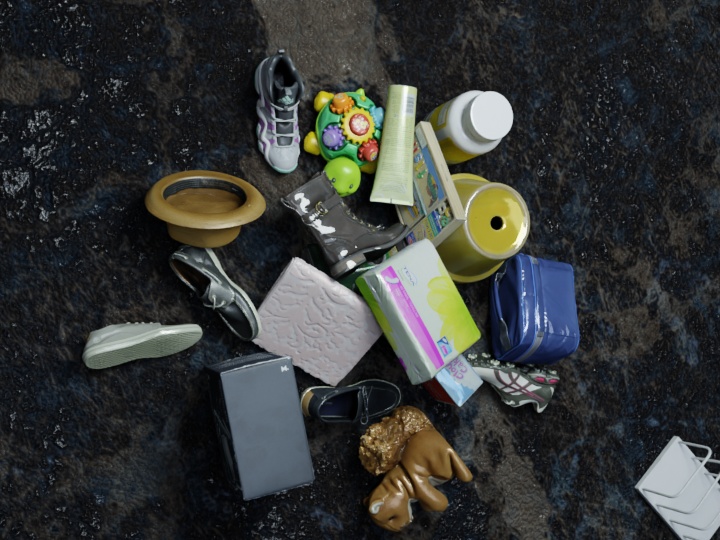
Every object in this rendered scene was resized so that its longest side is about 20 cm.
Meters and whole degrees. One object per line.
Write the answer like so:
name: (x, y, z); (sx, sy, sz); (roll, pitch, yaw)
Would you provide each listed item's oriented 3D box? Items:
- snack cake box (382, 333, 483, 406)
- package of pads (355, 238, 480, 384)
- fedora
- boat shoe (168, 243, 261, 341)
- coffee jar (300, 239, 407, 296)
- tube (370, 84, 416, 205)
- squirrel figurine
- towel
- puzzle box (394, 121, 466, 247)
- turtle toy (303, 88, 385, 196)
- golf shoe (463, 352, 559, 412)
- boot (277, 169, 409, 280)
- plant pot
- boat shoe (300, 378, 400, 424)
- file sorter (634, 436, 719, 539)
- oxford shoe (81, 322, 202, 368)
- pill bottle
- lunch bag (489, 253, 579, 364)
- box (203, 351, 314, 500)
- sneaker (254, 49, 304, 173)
snack cake box: (0.117, 0.142, 1.648); (0.067, 0.115, 0.201); (-41, 101, -16)
package of pads: (0.101, 0.063, 1.537); (0.154, 0.068, 0.202); (-31, 93, -41)
fedora: (-0.257, -0.093, 1.531); (0.198, 0.201, 0.083); (-2, 124, -19)
boat shoe: (-0.244, 0.042, 1.545); (0.201, 0.072, 0.068); (53, 36, -4)
coffee jar: (0.000, 0.000, 1.622); (0.197, 0.086, 0.105); (-5, 50, -18)
tube: (0.062, -0.217, 1.603); (0.052, 0.057, 0.203); (3, 93, -53)
squirrel figurine: (0.070, 0.350, 1.627); (0.186, 0.142, 0.201); (-38, 95, -5)
towel: (-0.074, 0.091, 1.570); (0.198, 0.032, 0.192); (30, 123, -14)
puzzle box: (0.106, -0.139, 1.612); (0.025, 0.133, 0.202); (1, 60, -36)
turtle toy: (-0.021, -0.226, 1.626); (0.144, 0.101, 0.203); (16, 82, -17)
golf shoe: (0.273, 0.209, 1.721); (0.197, 0.077, 0.089); (14, 98, -12)
boot: (-0.023, -0.093, 1.547); (0.199, 0.069, 0.175); (-28, 83, -39)
plant pot: (0.203, -0.078, 1.650); (0.198, 0.189, 0.204); (1, 88, -19)
boat shoe: (-0.010, 0.233, 1.615); (0.198, 0.062, 0.076); (2, 101, -32)
file sorter: (0.674, 0.452, 1.818); (0.139, 0.124, 0.200); (-46, 101, -16)
oxford shoe: (-0.359, 0.110, 1.518); (0.197, 0.076, 0.058); (-10, 55, -21)
pill bottle: (0.190, -0.256, 1.646); (0.110, 0.200, 0.113); (1, 88, -18)
lunch bag: (0.306, 0.065, 1.693); (0.130, 0.136, 0.203); (7, 65, -19)
box: (-0.168, 0.245, 1.504); (0.122, 0.196, 0.203); (-11, 90, -19)
sneaker: (-0.133, -0.272, 1.569); (0.077, 0.140, 0.203); (-11, 91, -19)
